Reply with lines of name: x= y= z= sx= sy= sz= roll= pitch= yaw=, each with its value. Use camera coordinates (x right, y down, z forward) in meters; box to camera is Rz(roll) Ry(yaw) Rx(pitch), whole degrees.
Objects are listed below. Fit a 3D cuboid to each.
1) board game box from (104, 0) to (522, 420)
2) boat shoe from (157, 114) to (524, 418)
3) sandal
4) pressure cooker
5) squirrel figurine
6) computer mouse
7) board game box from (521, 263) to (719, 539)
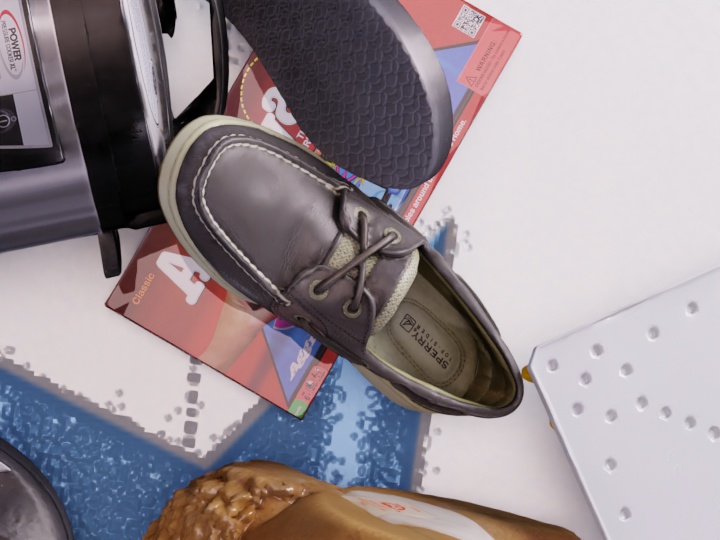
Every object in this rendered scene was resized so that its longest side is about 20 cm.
board game box: x=-0.021 y=-0.045 z=1.265 sx=0.103 sy=0.019 sz=0.200 roll=30 pitch=85 yaw=1
boat shoe: x=0.000 y=0.001 z=1.191 sx=0.201 sy=0.066 sz=0.072 roll=41 pitch=73 yaw=-37
sandal: x=-0.021 y=-0.117 z=1.212 sx=0.043 sy=0.076 sz=0.200 roll=-15 pitch=55 yaw=-43
pressure cooker: x=-0.156 y=-0.096 z=1.188 sx=0.199 sy=0.176 sz=0.179 roll=-11 pitch=54 yaw=-4
squirrel figurine: x=-0.022 y=0.186 z=1.201 sx=0.200 sy=0.142 sz=0.187 roll=15 pitch=96 yaw=13
computer mouse: x=-0.186 y=0.065 z=1.197 sx=0.200 sy=0.140 sz=0.046 roll=36 pitch=68 yaw=2
board game box: x=0.193 y=0.091 z=1.236 sx=0.200 sy=0.026 sz=0.200 roll=-23 pitch=87 yaw=-19
